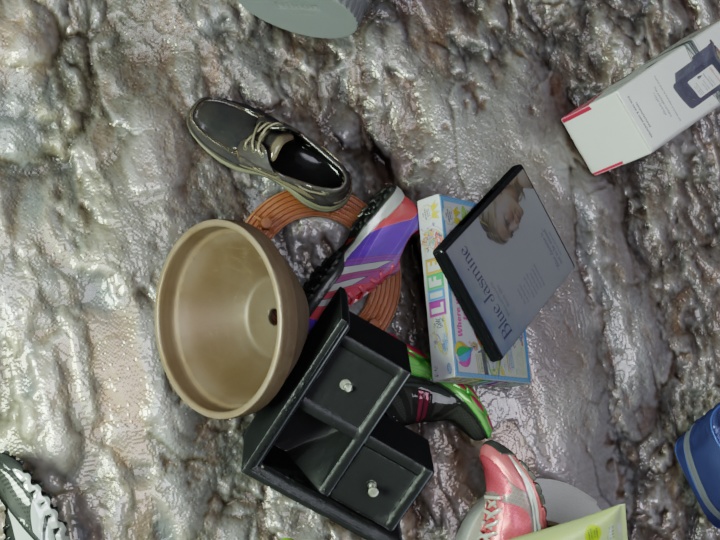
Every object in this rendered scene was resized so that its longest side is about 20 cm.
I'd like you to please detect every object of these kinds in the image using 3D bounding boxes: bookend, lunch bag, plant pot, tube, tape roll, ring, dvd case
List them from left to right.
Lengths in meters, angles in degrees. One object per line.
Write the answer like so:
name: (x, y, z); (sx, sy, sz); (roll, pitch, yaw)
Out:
plant pot: (-0.118, 0.048, 1.508); (0.092, 0.200, 0.203); (-2, 83, -46)
ring: (-0.046, 0.005, 1.609); (0.198, 0.019, 0.203); (3, 82, -19)
bookend: (0.009, 0.161, 1.525); (0.199, 0.092, 0.200); (31, 106, -13)
dvd case: (0.164, -0.012, 1.625); (0.200, 0.017, 0.144); (-45, 112, -44)
tape roll: (0.199, 0.336, 1.642); (0.200, 0.037, 0.205); (2, 83, -17)
tube: (0.191, 0.302, 1.533); (0.198, 0.058, 0.052); (-11, 60, -12)
lunch bag: (0.479, 0.208, 1.703); (0.198, 0.132, 0.137); (-17, 73, -19)

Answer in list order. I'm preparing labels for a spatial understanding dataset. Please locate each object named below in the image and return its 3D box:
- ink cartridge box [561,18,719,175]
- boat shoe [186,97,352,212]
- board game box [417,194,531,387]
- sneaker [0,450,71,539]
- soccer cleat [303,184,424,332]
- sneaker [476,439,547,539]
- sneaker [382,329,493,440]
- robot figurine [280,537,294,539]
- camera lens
ink cartridge box: (0.357, -0.206, 1.703); (0.199, 0.145, 0.085); (-33, 94, -19)
boat shoe: (-0.093, -0.136, 1.575); (0.198, 0.073, 0.075); (26, 73, -5)
board game box: (0.127, 0.025, 1.614); (0.134, 0.034, 0.202); (10, 71, -45)
sneaker: (-0.332, 0.280, 1.455); (0.090, 0.066, 0.201); (-32, 96, -22)
soccer cleat: (0.000, 0.000, 1.583); (0.073, 0.068, 0.201); (42, 70, -13)
sneaker: (0.159, 0.286, 1.577); (0.086, 0.074, 0.202); (-19, 90, -18)
sneaker: (0.060, 0.136, 1.611); (0.199, 0.077, 0.084); (31, 104, -16)
robot figurine: (-0.062, 0.365, 1.508); (0.199, 0.115, 0.177); (-29, 109, -21)
camera lens: (-0.044, -0.375, 1.582); (0.158, 0.160, 0.202); (19, 78, -15)
